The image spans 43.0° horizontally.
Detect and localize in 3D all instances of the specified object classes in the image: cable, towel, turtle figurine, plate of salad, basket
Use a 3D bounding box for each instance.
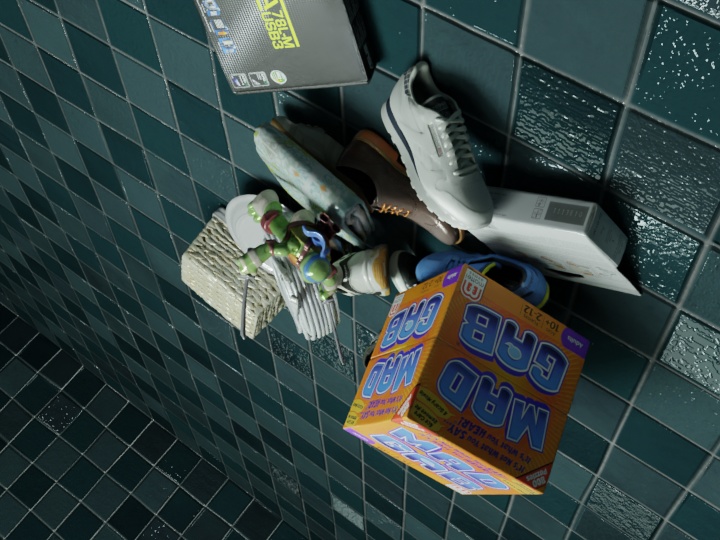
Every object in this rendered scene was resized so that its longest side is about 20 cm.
[{"bbox_3d":[-0.094,0.006,1.398,0.202,0.068,0.202,78,168,-55],"label":"cable"},{"bbox_3d":[-0.061,-0.109,1.254,0.170,0.048,0.200,39,175,13],"label":"towel"},{"bbox_3d":[-0.101,-0.004,1.216,0.195,0.140,0.204,-115,23,-54],"label":"turtle figurine"},{"bbox_3d":[-0.139,-0.057,1.542,0.197,0.048,0.202,22,145,16],"label":"plate of salad"},{"bbox_3d":[-0.224,0.010,1.682,0.199,0.124,0.136,38,154,7],"label":"basket"}]

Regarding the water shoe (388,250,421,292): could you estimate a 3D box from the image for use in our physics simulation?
[{"bbox_3d":[0.128,0.034,1.324,0.200,0.072,0.079,44,132,-12],"label":"water shoe"}]

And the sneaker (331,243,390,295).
[{"bbox_3d":[0.000,0.000,1.338,0.085,0.078,0.200,-6,175,5],"label":"sneaker"}]

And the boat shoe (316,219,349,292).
[{"bbox_3d":[-0.048,-0.021,1.449,0.067,0.058,0.202,7,144,5],"label":"boat shoe"}]

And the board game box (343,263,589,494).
[{"bbox_3d":[0.130,0.145,1.153,0.197,0.203,0.199,30,158,-14],"label":"board game box"}]

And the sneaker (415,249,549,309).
[{"bbox_3d":[0.146,0.001,1.177,0.197,0.067,0.078,13,165,38],"label":"sneaker"}]

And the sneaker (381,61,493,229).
[{"bbox_3d":[0.094,-0.139,1.039,0.202,0.075,0.081,58,141,15],"label":"sneaker"}]

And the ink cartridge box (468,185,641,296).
[{"bbox_3d":[0.226,-0.038,1.094,0.197,0.044,0.173,15,168,43],"label":"ink cartridge box"}]

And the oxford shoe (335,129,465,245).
[{"bbox_3d":[0.051,-0.093,1.211,0.199,0.073,0.071,41,153,3],"label":"oxford shoe"}]

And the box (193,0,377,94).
[{"bbox_3d":[-0.095,-0.304,1.064,0.189,0.048,0.202,3,137,24],"label":"box"}]

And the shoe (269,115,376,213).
[{"bbox_3d":[-0.043,-0.159,1.279,0.199,0.054,0.070,40,178,13],"label":"shoe"}]

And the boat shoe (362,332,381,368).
[{"bbox_3d":[0.059,0.129,1.531,0.069,0.057,0.200,43,154,-2],"label":"boat shoe"}]
